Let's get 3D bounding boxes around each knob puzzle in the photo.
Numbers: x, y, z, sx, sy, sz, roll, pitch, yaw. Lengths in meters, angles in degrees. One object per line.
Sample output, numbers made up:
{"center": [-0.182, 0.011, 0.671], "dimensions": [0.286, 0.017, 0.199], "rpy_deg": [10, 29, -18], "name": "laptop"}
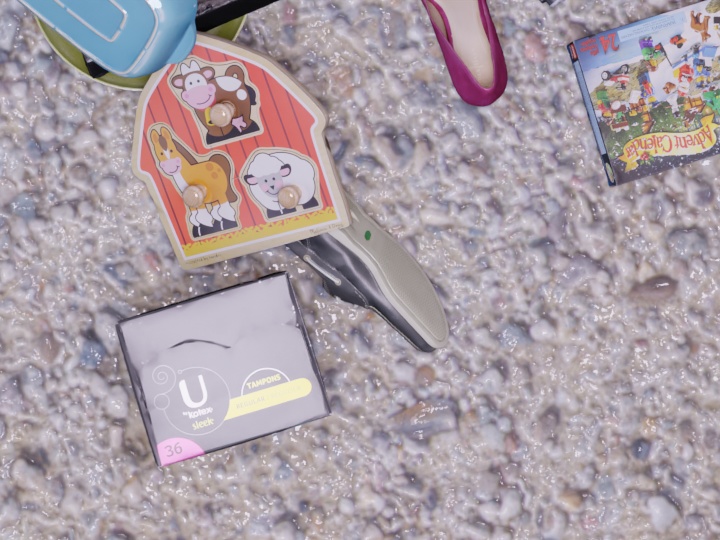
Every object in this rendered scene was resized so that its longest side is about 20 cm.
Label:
{"center": [-0.119, -0.108, 1.662], "dimensions": [0.219, 0.030, 0.220], "rpy_deg": [8, 113, 20], "name": "knob puzzle"}

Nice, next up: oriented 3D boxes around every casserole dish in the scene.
{"center": [-0.222, -0.232, 1.552], "dimensions": [0.200, 0.121, 0.039], "rpy_deg": [39, 43, -1], "name": "casserole dish"}

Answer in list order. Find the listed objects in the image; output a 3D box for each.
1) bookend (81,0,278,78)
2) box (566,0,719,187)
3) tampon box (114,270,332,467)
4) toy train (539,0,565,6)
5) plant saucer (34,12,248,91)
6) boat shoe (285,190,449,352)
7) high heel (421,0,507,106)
{"center": [-0.182, -0.299, 1.661], "dimensions": [0.198, 0.092, 0.200], "rpy_deg": [-24, 90, -5], "name": "bookend"}
{"center": [0.302, -0.170, 1.750], "dimensions": [0.199, 0.038, 0.137], "rpy_deg": [-18, 90, -4], "name": "box"}
{"center": [-0.116, 0.081, 1.637], "dimensions": [0.149, 0.200, 0.127], "rpy_deg": [-17, 91, -3], "name": "tampon box"}
{"center": [0.135, -0.321, 1.741], "dimensions": [0.056, 0.042, 0.200], "rpy_deg": [-39, 92, 6], "name": "toy train"}
{"center": [-0.195, -0.259, 1.720], "dimensions": [0.199, 0.031, 0.201], "rpy_deg": [0, 90, -4], "name": "plant saucer"}
{"center": [0.000, 0.000, 1.723], "dimensions": [0.200, 0.072, 0.068], "rpy_deg": [45, 123, -9], "name": "boat shoe"}
{"center": [0.082, -0.241, 1.706], "dimensions": [0.067, 0.096, 0.201], "rpy_deg": [-12, 90, -4], "name": "high heel"}
